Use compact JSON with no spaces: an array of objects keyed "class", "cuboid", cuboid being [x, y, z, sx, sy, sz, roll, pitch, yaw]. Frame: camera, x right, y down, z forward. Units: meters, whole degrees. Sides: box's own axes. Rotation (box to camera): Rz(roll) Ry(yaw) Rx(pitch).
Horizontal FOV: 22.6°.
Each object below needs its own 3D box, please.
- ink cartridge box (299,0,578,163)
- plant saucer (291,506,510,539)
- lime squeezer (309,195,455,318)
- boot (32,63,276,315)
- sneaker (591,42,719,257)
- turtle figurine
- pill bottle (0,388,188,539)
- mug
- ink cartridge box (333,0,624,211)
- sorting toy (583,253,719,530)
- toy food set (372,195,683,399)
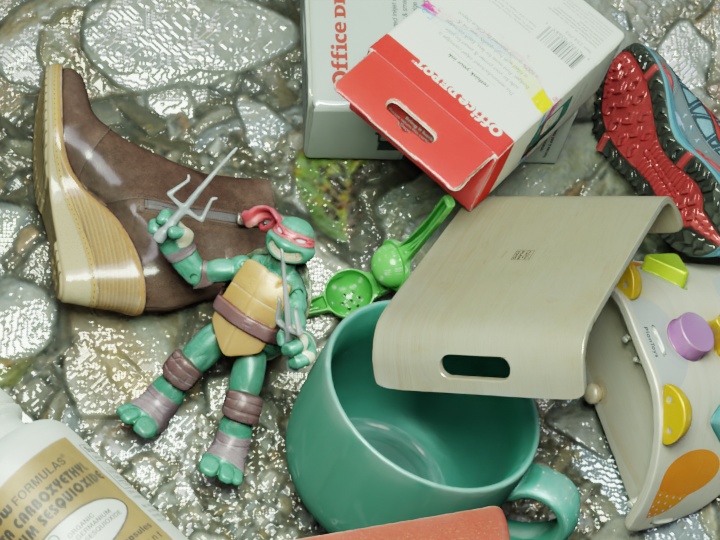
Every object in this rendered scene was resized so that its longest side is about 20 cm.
[{"class":"ink cartridge box","cuboid":[0.053,-0.163,1.347,0.198,0.083,0.148,2,65,-7]},{"class":"plant saucer","cuboid":[0.016,0.251,1.056,0.198,0.037,0.202,-3,99,-37]},{"class":"lime squeezer","cuboid":[0.000,0.000,1.258,0.199,0.070,0.038,-30,52,26]},{"class":"boot","cuboid":[-0.148,-0.060,1.300,0.165,0.072,0.202,-2,63,-20]},{"class":"sneaker","cuboid":[0.243,-0.083,1.348,0.095,0.079,0.201,11,45,-38]},{"class":"turtle figurine","cuboid":[-0.078,0.031,1.202,0.149,0.100,0.202,31,101,31]},{"class":"pill bottle","cuboid":[-0.204,0.162,1.149,0.200,0.115,0.114,41,67,13]},{"class":"mug","cuboid":[0.035,0.126,1.175,0.151,0.115,0.186,-11,57,-36]},{"class":"ink cartridge box","cuboid":[0.076,-0.126,1.232,0.116,0.067,0.200,41,57,11]},{"class":"sorting toy","cuboid":[0.244,0.060,1.269,0.178,0.107,0.202,-5,64,-30]},{"class":"toy food set","cuboid":[0.112,0.015,1.163,0.142,0.061,0.200,2,34,29]}]
